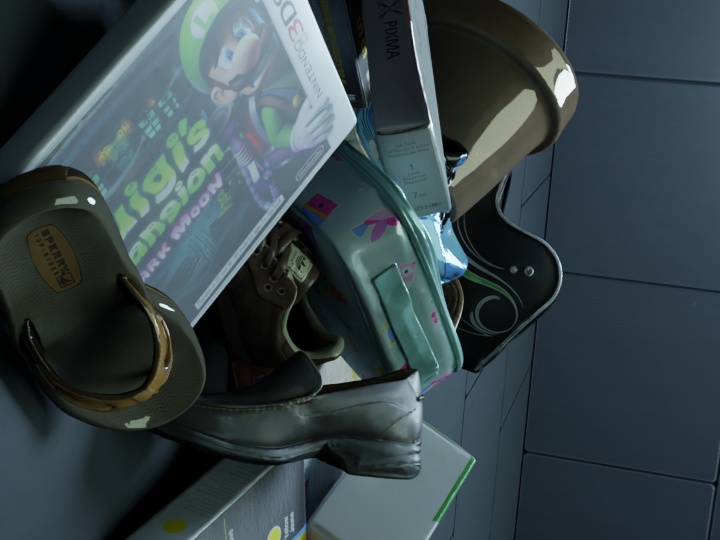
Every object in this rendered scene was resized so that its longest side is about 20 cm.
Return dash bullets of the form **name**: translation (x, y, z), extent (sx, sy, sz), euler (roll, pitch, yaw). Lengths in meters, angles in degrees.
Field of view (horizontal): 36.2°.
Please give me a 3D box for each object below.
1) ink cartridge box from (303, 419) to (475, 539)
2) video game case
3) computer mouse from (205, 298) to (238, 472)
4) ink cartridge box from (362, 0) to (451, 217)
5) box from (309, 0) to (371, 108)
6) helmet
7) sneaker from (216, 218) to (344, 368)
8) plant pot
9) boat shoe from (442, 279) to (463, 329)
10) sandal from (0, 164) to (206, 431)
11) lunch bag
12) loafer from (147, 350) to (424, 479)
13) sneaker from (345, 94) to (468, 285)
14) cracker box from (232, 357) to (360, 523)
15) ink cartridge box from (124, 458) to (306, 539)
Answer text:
- **ink cartridge box**: translation (-0.003, 0.229, 0.894), extent (0.147, 0.083, 0.200), euler (-49, 169, -45)
- **video game case**: translation (-0.087, -0.062, 0.574), extent (0.200, 0.023, 0.182), euler (-52, 151, -15)
- **computer mouse**: translation (-0.097, 0.085, 0.769), extent (0.059, 0.034, 0.201), euler (-33, 124, -56)
- **ink cartridge box**: translation (0.023, -0.166, 0.766), extent (0.174, 0.043, 0.201), euler (70, 13, -51)
- **box**: translation (-0.002, -0.260, 0.904), extent (0.159, 0.048, 0.201), euler (76, 26, -54)
- **helmet**: translation (0.118, -0.010, 1.196), extent (0.200, 0.191, 0.200), euler (-41, 171, -8)
- **sneaker**: translation (-0.063, -0.017, 0.699), extent (0.200, 0.075, 0.071), euler (70, 34, -40)
- **plant pot**: translation (0.085, -0.144, 1.078), extent (0.175, 0.200, 0.200), euler (-55, 155, -21)
- **boat shoe**: translation (0.056, 0.027, 1.041), extent (0.200, 0.073, 0.065), euler (-85, -178, -54)
- **sandal**: translation (-0.120, 0.030, 0.524), extent (0.082, 0.055, 0.200), euler (-30, 147, -15)
- **lunch bag**: translation (0.000, 0.000, 0.788), extent (0.077, 0.160, 0.200), euler (-36, 135, -14)
- **loafer**: translation (-0.047, 0.086, 0.704), extent (0.199, 0.073, 0.073), euler (11, 87, -32)
- **sneaker**: translation (0.057, -0.072, 0.963), extent (0.079, 0.090, 0.200), euler (-82, 150, -54)
- **cracker box**: translation (-0.046, 0.118, 0.906), extent (0.200, 0.057, 0.135), euler (-31, 126, -72)
- **ink cartridge box**: translation (-0.100, 0.234, 0.720), extent (0.200, 0.047, 0.198), euler (-38, 134, -56)
